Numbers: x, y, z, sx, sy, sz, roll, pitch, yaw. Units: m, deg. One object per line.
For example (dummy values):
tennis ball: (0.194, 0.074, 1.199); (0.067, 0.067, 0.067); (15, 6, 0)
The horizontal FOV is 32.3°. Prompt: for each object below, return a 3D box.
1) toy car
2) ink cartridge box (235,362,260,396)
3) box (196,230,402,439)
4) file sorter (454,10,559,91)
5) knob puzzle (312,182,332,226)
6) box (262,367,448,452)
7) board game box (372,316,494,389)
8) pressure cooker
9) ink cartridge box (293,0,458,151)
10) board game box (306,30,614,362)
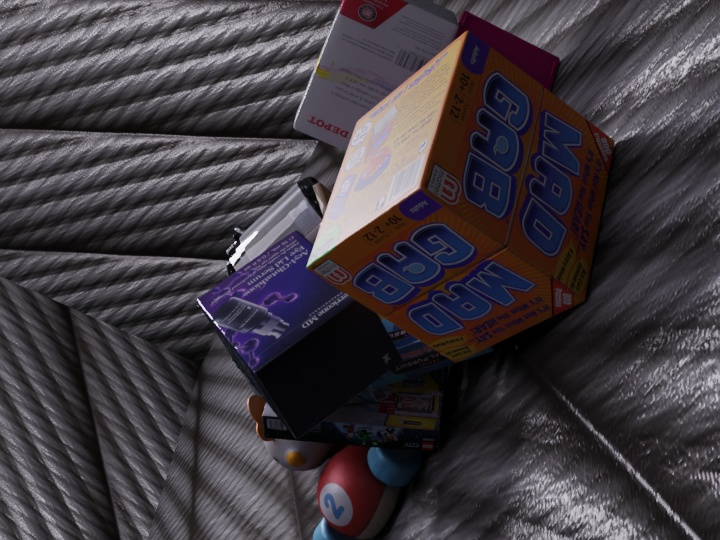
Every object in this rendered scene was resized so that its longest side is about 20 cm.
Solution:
toy car: (-0.050, 0.213, 1.476); (0.185, 0.198, 0.178); (-59, 12, 33)
ink cartridge box: (-0.070, 0.116, 1.594); (0.200, 0.143, 0.086); (76, -158, -72)
box: (-0.070, 0.065, 1.369); (0.147, 0.105, 0.200); (-36, 32, -10)
file sorter: (0.143, -0.191, 1.581); (0.125, 0.138, 0.202); (135, 157, -66)
knob puzzle: (0.000, 0.000, 1.566); (0.030, 0.221, 0.220); (-26, 23, 13)
box: (-0.002, 0.138, 1.420); (0.137, 0.197, 0.038); (-77, -11, -50)
board game box: (0.082, 0.032, 1.430); (0.150, 0.047, 0.201); (-20, 34, 24)
pressure cooker: (-0.088, -0.008, 1.718); (0.200, 0.179, 0.176); (-43, 23, 5)
ink cartridge box: (0.019, -0.254, 1.573); (0.145, 0.144, 0.202); (-86, 20, -72)
board game box: (0.101, -0.066, 1.236); (0.200, 0.199, 0.201); (-32, 32, 50)
